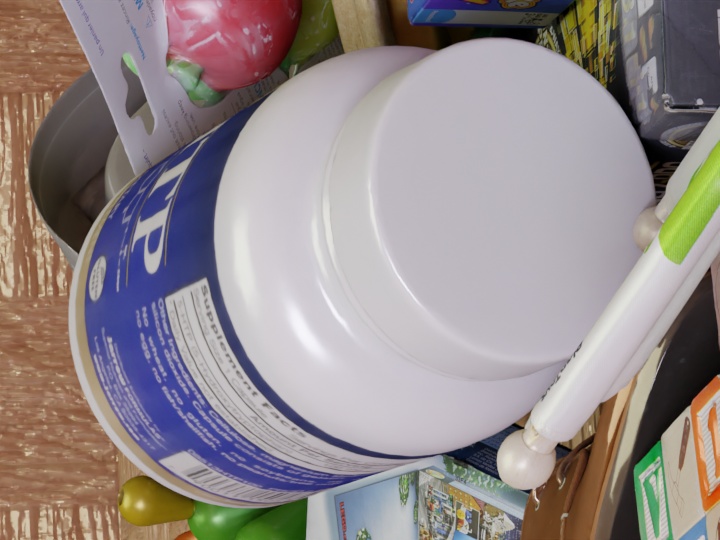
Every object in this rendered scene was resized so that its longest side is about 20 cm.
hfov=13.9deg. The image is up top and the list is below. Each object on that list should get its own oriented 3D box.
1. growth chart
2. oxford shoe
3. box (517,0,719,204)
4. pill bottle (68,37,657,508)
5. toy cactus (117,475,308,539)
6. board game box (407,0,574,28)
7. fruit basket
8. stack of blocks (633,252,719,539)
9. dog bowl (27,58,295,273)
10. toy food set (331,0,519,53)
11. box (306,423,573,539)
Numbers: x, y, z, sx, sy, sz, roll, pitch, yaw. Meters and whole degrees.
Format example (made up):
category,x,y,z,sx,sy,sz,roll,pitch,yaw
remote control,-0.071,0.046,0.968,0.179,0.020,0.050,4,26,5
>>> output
category,x,y,z,sx,sy,sz,roll,pitch,yaw
growth chart,0.082,-0.021,0.688,0.145,0.018,0.200,-57,-3,24
oxford shoe,0.074,0.070,0.847,0.071,0.071,0.201,46,142,36
box,0.085,-0.123,0.883,0.161,0.049,0.201,140,130,-73
pill bottle,0.000,0.000,0.875,0.200,0.119,0.121,-25,66,61
toy cactus,0.007,0.069,1.127,0.165,0.199,0.103,-50,-19,-34
board game box,0.047,-0.183,0.841,0.134,0.044,0.201,142,128,-75
fruit basket,-0.048,-0.121,1.012,0.200,0.093,0.186,-57,-38,-32
stack of blocks,0.118,0.045,0.684,0.200,0.058,0.116,115,152,-68
dog bowl,-0.023,-0.033,1.112,0.200,0.199,0.059,-106,4,-55
toy food set,0.034,-0.115,0.990,0.200,0.048,0.199,-42,-56,-69
box,0.039,0.149,1.002,0.136,0.038,0.201,23,120,39
